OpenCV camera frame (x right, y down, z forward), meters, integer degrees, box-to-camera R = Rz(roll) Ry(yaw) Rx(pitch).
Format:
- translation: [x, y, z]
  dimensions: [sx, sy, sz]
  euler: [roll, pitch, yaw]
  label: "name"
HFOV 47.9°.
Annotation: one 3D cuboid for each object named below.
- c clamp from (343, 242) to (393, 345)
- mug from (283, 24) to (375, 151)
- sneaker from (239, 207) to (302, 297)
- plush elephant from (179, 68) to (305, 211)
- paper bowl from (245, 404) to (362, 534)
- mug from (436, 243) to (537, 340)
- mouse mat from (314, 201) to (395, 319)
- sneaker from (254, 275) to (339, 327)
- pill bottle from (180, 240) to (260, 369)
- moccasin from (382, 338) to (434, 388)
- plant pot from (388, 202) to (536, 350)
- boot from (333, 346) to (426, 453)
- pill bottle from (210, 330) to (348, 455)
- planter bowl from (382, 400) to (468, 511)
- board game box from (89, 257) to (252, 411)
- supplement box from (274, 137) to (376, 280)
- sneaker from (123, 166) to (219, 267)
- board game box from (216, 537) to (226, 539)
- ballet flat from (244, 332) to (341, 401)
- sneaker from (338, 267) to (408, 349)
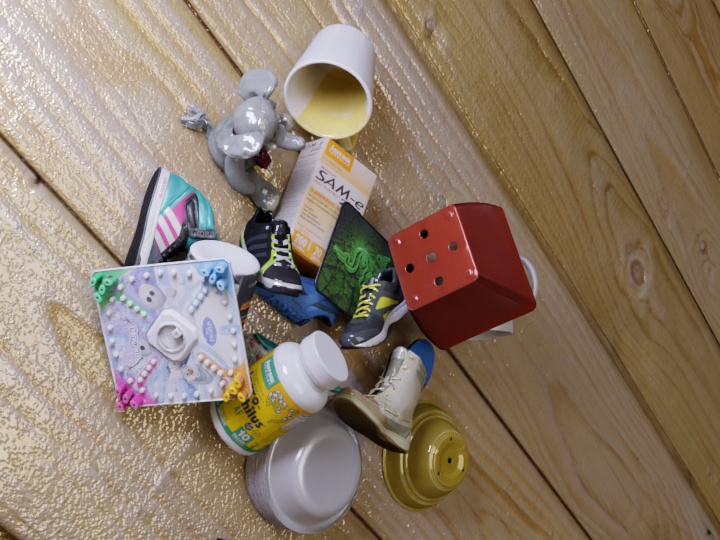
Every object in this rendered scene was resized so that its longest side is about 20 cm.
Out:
- translation: [0.023, 0.027, 1.419]
  dimensions: [0.201, 0.027, 0.173]
  euler: [54, 47, -43]
  label: "c clamp"
- translation: [-0.045, -0.315, 1.356]
  dimensions: [0.147, 0.188, 0.155]
  euler: [21, 49, -8]
  label: "mug"
- translation: [-0.135, -0.036, 1.218]
  dimensions: [0.071, 0.200, 0.084]
  euler: [11, 113, -34]
  label: "sneaker"
- translation: [-0.156, -0.207, 1.230]
  dimensions: [0.198, 0.153, 0.168]
  euler: [27, 71, -36]
  label: "plush elephant"
- translation: [-0.077, 0.316, 1.300]
  dimensions: [0.198, 0.103, 0.206]
  euler: [4, 84, -40]
  label: "paper bowl"
- translation: [0.233, 0.032, 1.520]
  dimensions: [0.147, 0.195, 0.180]
  euler: [32, 54, -70]
  label: "mug"
- translation: [0.000, 0.000, 1.365]
  dimensions: [0.200, 0.007, 0.164]
  euler: [42, 60, -48]
  label: "mouse mat"
- translation: [-0.112, 0.047, 1.312]
  dimensions: [0.197, 0.065, 0.080]
  euler: [16, 81, -38]
  label: "sneaker"
- translation: [-0.218, 0.069, 1.163]
  dimensions: [0.105, 0.106, 0.204]
  euler: [2, 116, -39]
  label: "pill bottle"
- translation: [0.064, 0.207, 1.449]
  dimensions: [0.080, 0.068, 0.202]
  euler: [44, 61, -19]
  label: "moccasin"
- translation: [0.154, -0.003, 1.378]
  dimensions: [0.175, 0.197, 0.204]
  euler: [21, 47, -57]
  label: "plant pot"
- translation: [0.038, 0.194, 1.331]
  dimensions: [0.200, 0.071, 0.157]
  euler: [44, 57, -43]
  label: "boot"
- translation: [-0.118, 0.178, 1.201]
  dimensions: [0.113, 0.198, 0.114]
  euler: [47, 20, -24]
  label: "pill bottle"
- translation: [0.140, 0.346, 1.491]
  dimensions: [0.197, 0.083, 0.206]
  euler: [2, 87, -40]
  label: "planter bowl"
- translation: [-0.258, 0.092, 1.103]
  dimensions: [0.026, 0.195, 0.205]
  euler: [-74, 158, -72]
  label: "board game box"
- translation: [-0.064, -0.100, 1.354]
  dimensions: [0.125, 0.073, 0.204]
  euler: [32, 67, -34]
  label: "supplement box"
- translation: [-0.269, -0.035, 1.180]
  dimensions: [0.119, 0.083, 0.205]
  euler: [20, 73, -27]
  label: "sneaker"
- translation: [-0.159, 0.504, 1.271]
  dimensions: [0.198, 0.032, 0.122]
  euler: [29, 74, -35]
  label: "board game box"
- translation: [-0.118, 0.169, 1.309]
  dimensions: [0.199, 0.076, 0.064]
  euler: [36, 95, -27]
  label: "ballet flat"
- translation: [0.015, 0.062, 1.338]
  dimensions: [0.200, 0.073, 0.086]
  euler: [-42, 120, -54]
  label: "sneaker"
